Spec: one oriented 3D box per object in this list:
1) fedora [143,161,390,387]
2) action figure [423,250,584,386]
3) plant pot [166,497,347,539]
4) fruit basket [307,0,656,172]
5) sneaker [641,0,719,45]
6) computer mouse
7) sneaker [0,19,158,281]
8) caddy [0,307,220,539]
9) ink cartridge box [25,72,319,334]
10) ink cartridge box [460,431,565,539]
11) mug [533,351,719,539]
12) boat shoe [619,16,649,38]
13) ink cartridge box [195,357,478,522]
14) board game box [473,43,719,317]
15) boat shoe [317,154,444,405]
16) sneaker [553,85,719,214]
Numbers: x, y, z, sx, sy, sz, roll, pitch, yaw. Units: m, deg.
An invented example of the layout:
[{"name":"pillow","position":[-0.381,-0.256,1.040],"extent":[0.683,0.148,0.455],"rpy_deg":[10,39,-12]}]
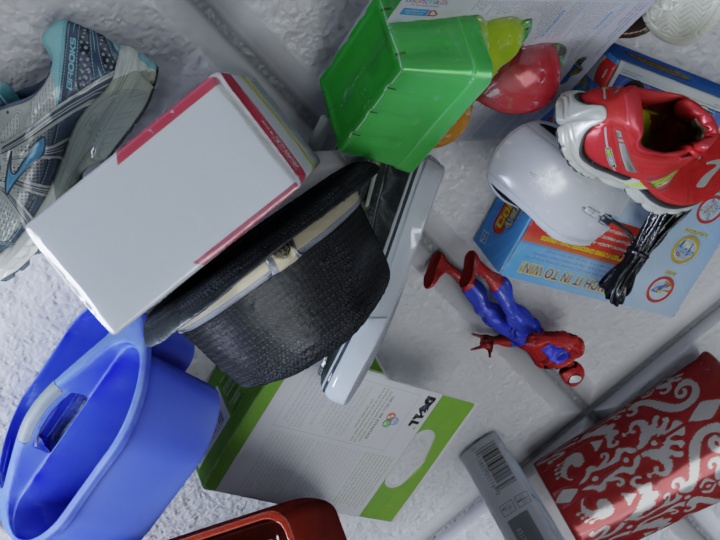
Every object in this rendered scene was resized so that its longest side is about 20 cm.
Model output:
[{"name":"fedora","position":[-0.049,0.014,0.839],"extent":[0.200,0.201,0.092],"rpy_deg":[-35,98,2]},{"name":"action figure","position":[0.135,0.050,1.052],"extent":[0.200,0.065,0.052],"rpy_deg":[34,62,-37]},{"name":"plant pot","position":[-0.085,0.279,0.946],"extent":[0.199,0.176,0.200],"rpy_deg":[-20,90,17]},{"name":"fruit basket","position":[0.079,-0.143,0.860],"extent":[0.200,0.094,0.185],"rpy_deg":[-12,161,-30]},{"name":"sneaker","position":[0.260,-0.263,0.861],"extent":[0.111,0.077,0.200],"rpy_deg":[-36,139,-45]},{"name":"computer mouse","position":[0.174,-0.046,0.935],"extent":[0.200,0.044,0.110],"rpy_deg":[25,111,-38]},{"name":"sneaker","position":[-0.223,-0.079,0.814],"extent":[0.086,0.078,0.200],"rpy_deg":[34,101,-21]},{"name":"caddy","position":[-0.198,0.115,0.903],"extent":[0.105,0.141,0.200],"rpy_deg":[23,111,-39]},{"name":"ink cartridge box","position":[-0.108,-0.051,0.781],"extent":[0.145,0.200,0.083],"rpy_deg":[-39,96,7]},{"name":"ink cartridge box","position":[0.180,0.267,1.157],"extent":[0.047,0.160,0.200],"rpy_deg":[-35,129,4]},{"name":"mug","position":[0.287,0.199,1.180],"extent":[0.200,0.134,0.178],"rpy_deg":[-30,127,2]},{"name":"boat shoe","position":[0.144,-0.204,0.876],"extent":[0.200,0.070,0.071],"rpy_deg":[8,114,-30]},{"name":"ink cartridge box","position":[-0.026,0.123,1.026],"extent":[0.200,0.076,0.148],"rpy_deg":[19,113,-34]},{"name":"board game box","position":[0.225,-0.071,1.011],"extent":[0.200,0.056,0.196],"rpy_deg":[14,116,-30]},{"name":"boat shoe","position":[0.000,0.000,0.930],"extent":[0.071,0.072,0.200],"rpy_deg":[20,83,3]},{"name":"sneaker","position":[0.225,-0.088,0.881],"extent":[0.200,0.085,0.077],"rpy_deg":[6,78,-44]}]
